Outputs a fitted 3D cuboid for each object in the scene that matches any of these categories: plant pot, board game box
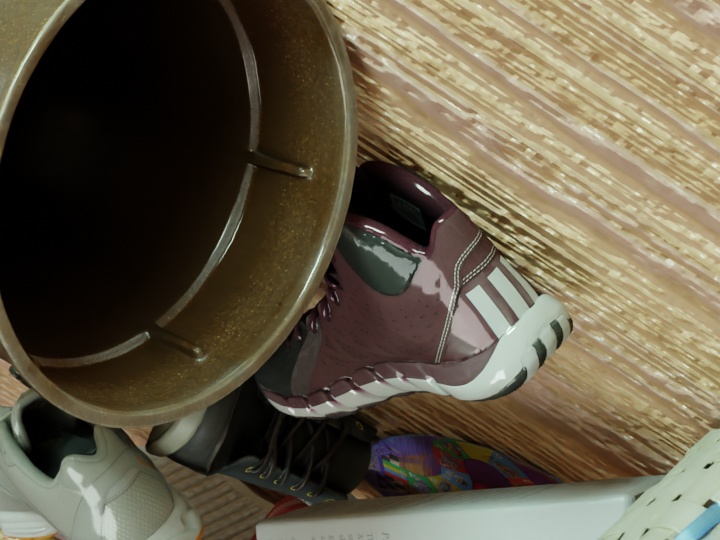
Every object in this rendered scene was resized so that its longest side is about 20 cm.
[{"bbox_3d":[-0.140,-0.056,1.195,0.198,0.200,0.200,18,153,41],"label":"plant pot"},{"bbox_3d":[0.082,0.160,1.513,0.200,0.039,0.158,43,153,-26],"label":"board game box"}]

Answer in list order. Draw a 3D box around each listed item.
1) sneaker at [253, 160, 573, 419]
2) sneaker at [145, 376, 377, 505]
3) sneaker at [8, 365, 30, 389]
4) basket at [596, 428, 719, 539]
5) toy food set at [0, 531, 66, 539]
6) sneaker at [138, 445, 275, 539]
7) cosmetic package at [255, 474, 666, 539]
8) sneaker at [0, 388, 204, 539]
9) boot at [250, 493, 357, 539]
[{"bbox_3d":[0.000,0.000,1.292,0.200,0.076,0.116,-10,121,50],"label":"sneaker"},{"bbox_3d":[-0.043,0.075,1.437,0.106,0.075,0.200,24,179,1],"label":"sneaker"},{"bbox_3d":[-0.127,0.023,1.432,0.077,0.085,0.200,32,167,-12],"label":"sneaker"},{"bbox_3d":[0.194,0.170,1.261,0.200,0.176,0.139,52,154,0],"label":"basket"},{"bbox_3d":[-0.156,0.201,1.847,0.200,0.049,0.198,41,153,-20],"label":"toy food set"},{"bbox_3d":[-0.063,0.174,1.660,0.200,0.075,0.105,19,148,15],"label":"sneaker"},{"bbox_3d":[0.055,0.157,1.388,0.200,0.102,0.074,-5,-178,25],"label":"cosmetic package"},{"bbox_3d":[-0.154,0.087,1.424,0.200,0.076,0.092,17,141,52],"label":"sneaker"},{"bbox_3d":[-0.009,0.207,1.493,0.200,0.144,0.072,33,161,40],"label":"boot"}]
